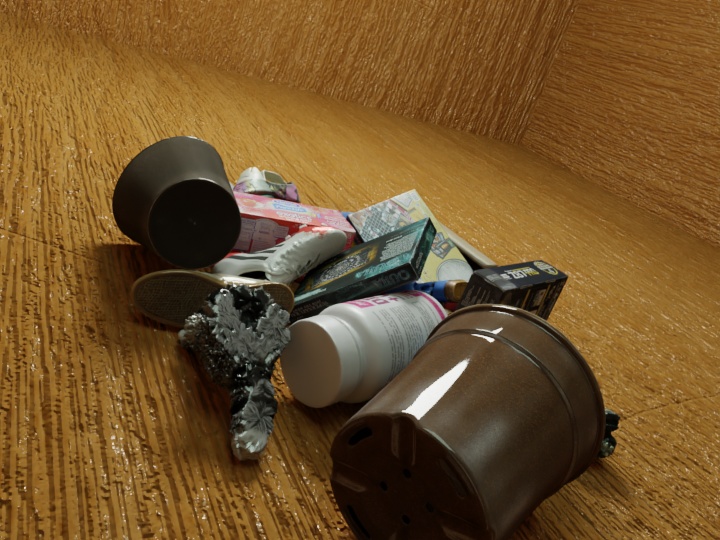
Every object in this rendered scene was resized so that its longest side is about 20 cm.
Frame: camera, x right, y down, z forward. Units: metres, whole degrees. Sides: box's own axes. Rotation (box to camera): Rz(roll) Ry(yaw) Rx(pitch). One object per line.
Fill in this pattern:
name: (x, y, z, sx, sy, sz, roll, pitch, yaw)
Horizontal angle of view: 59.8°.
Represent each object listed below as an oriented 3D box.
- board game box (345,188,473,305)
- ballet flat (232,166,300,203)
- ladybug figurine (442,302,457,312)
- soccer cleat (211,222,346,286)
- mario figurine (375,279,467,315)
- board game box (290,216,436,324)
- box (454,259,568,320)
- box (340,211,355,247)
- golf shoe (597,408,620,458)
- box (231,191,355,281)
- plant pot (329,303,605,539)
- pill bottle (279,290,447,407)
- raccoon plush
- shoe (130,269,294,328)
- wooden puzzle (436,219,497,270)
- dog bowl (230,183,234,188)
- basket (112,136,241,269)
board game box: (0.081, -0.027, 1.001, 0.135, 0.035, 0.200, -22, 66, -21)
ballet flat: (-0.167, -0.138, 1.071, 0.069, 0.071, 0.200, -18, -5, 22)
ladybug figurine: (0.193, 0.097, 0.880, 0.200, 0.072, 0.136, 33, -13, 4)
soccer cleat: (-0.107, -0.006, 0.872, 0.199, 0.069, 0.085, -16, 44, -14)
mario figurine: (0.065, 0.045, 0.890, 0.200, 0.106, 0.123, 8, 39, 41)
board game box: (0.000, 0.000, 0.848, 0.028, 0.200, 0.135, 59, 29, -19)
box: (0.153, 0.089, 0.735, 0.049, 0.200, 0.161, 35, 28, 32)
box: (0.015, -0.070, 1.206, 0.200, 0.048, 0.122, -3, 31, -45)
golf shoe: (0.212, 0.184, 0.758, 0.199, 0.077, 0.088, 14, 2, -19)
box: (-0.122, -0.050, 0.974, 0.199, 0.100, 0.096, 8, 24, -25)
plant pot: (0.089, 0.156, 0.560, 0.200, 0.201, 0.198, 30, 32, 26)
pill bottle: (0.010, 0.089, 0.732, 0.113, 0.114, 0.200, 34, 26, 32)
raccoon plush: (-0.150, 0.105, 0.655, 0.097, 0.134, 0.200, 26, 50, -24)
shoe: (-0.183, 0.037, 0.778, 0.199, 0.070, 0.053, 6, -3, -27)
wooden puzzle: (0.179, -0.030, 1.158, 0.185, 0.037, 0.200, 40, 0, 23)
dog bowl: (-0.296, -0.140, 1.102, 0.199, 0.059, 0.200, 16, 22, -7)
basket: (-0.236, -0.086, 0.828, 0.136, 0.180, 0.200, 48, -6, -31)
